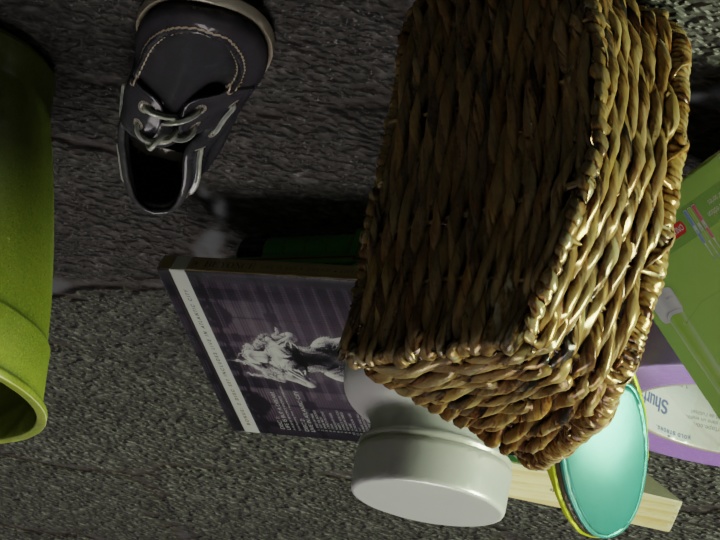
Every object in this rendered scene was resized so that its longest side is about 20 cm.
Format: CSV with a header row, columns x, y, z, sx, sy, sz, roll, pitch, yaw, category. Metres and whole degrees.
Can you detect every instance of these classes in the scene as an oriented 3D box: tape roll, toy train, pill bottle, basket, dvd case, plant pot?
x,y,z,sx,sy,sz,roll,pitch,yaw,category
0.234,0.064,1.510,0.199,0.066,0.200,10,161,4,tape roll
0.000,0.000,1.468,0.199,0.057,0.042,0,143,30,toy train
0.051,0.028,1.304,0.110,0.201,0.111,9,160,3,pill bottle
0.100,-0.024,1.139,0.142,0.201,0.149,-11,149,42,basket
-0.010,0.051,1.471,0.199,0.016,0.149,3,137,25,dvd case
-0.244,-0.032,1.306,0.199,0.194,0.201,10,161,3,plant pot

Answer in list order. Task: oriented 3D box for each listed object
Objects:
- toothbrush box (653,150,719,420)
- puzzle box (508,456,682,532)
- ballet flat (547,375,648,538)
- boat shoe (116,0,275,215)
x,y,z,sx,sy,sz,roll,pitch,yaw,category
0.229,0.027,1.219,0.086,0.201,0.146,-30,175,-24,toothbrush box
0.105,0.124,1.674,0.199,0.026,0.133,15,-167,-30,puzzle box
0.124,0.059,1.436,0.067,0.201,0.067,-21,-153,-18,ballet flat
-0.090,-0.084,1.273,0.072,0.063,0.200,13,160,-7,boat shoe
